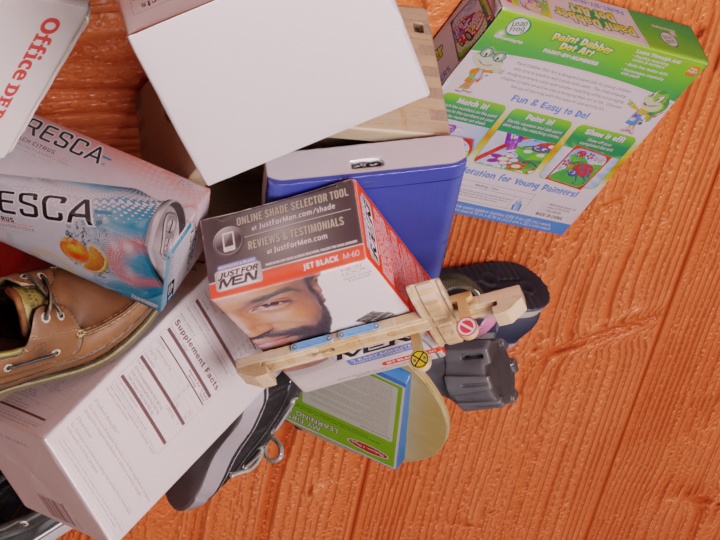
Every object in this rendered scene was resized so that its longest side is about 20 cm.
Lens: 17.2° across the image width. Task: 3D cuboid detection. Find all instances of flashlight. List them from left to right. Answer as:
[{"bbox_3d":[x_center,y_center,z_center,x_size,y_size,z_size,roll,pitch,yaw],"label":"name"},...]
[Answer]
[{"bbox_3d":[0.029,0.091,1.891,0.200,0.068,0.068,-4,-179,31],"label":"flashlight"}]

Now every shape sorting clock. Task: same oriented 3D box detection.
[{"bbox_3d":[-0.021,0.079,1.817,0.200,0.039,0.200,22,146,16],"label":"shape sorting clock"}]

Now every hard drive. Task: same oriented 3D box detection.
[{"bbox_3d":[-0.003,-0.031,1.638,0.132,0.025,0.200,-6,156,-7],"label":"hard drive"}]

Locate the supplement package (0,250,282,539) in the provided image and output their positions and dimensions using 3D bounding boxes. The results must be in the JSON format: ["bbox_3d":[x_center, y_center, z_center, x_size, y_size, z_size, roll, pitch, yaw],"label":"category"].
[{"bbox_3d":[-0.163,0.076,1.688,0.200,0.114,0.110,-45,128,-24],"label":"supplement package"}]

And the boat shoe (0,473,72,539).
[{"bbox_3d":[-0.225,0.158,1.815,0.200,0.069,0.057,-37,145,0],"label":"boat shoe"}]

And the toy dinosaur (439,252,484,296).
[{"bbox_3d":[0.000,0.000,1.778,0.102,0.200,0.077,-51,169,-30],"label":"toy dinosaur"}]

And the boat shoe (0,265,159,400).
[{"bbox_3d":[-0.217,0.036,1.590,0.200,0.072,0.068,-30,155,-14],"label":"boat shoe"}]

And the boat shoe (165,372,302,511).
[{"bbox_3d":[-0.098,0.122,1.836,0.068,0.074,0.199,-5,146,-29],"label":"boat shoe"}]

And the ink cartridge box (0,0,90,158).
[{"bbox_3d":[-0.289,-0.159,1.481,0.200,0.084,0.144,10,133,-32],"label":"ink cartridge box"}]

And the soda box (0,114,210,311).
[{"bbox_3d":[-0.203,-0.051,1.582,0.200,0.068,0.064,23,141,11],"label":"soda box"}]

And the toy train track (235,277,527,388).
[{"bbox_3d":[0.015,0.052,1.605,0.199,0.033,0.115,-14,156,9],"label":"toy train track"}]

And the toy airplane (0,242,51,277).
[{"bbox_3d":[-0.333,0.048,1.675,0.200,0.141,0.199,5,137,-30],"label":"toy airplane"}]

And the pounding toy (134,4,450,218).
[{"bbox_3d":[-0.030,-0.131,1.614,0.184,0.143,0.200,3,153,-27],"label":"pounding toy"}]

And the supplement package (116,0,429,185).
[{"bbox_3d":[-0.071,-0.192,1.442,0.150,0.200,0.152,-22,143,2],"label":"supplement package"}]

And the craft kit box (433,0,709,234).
[{"bbox_3d":[0.122,-0.118,1.760,0.200,0.049,0.198,11,136,-35],"label":"craft kit box"}]

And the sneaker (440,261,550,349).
[{"bbox_3d":[0.052,0.039,1.903,0.199,0.070,0.082,4,136,-27],"label":"sneaker"}]

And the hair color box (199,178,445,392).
[{"bbox_3d":[-0.022,0.014,1.622,0.111,0.064,0.200,-15,155,12],"label":"hair color box"}]

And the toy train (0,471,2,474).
[{"bbox_3d":[-0.276,0.139,1.876,0.114,0.085,0.200,-24,143,-15],"label":"toy train"}]
